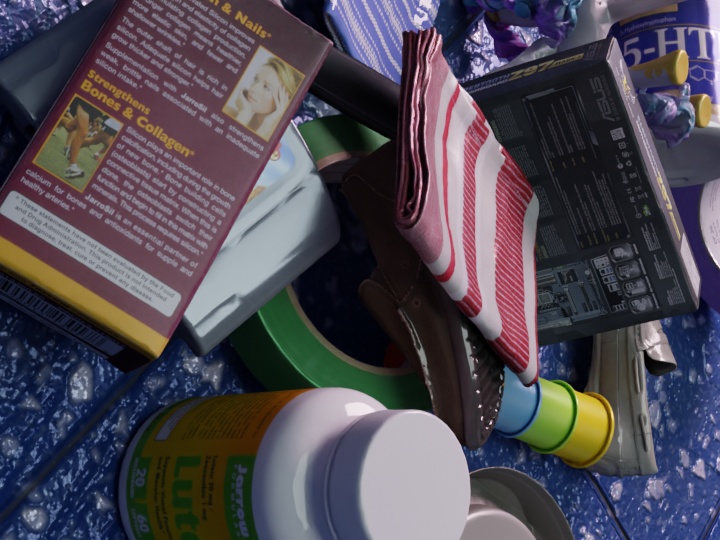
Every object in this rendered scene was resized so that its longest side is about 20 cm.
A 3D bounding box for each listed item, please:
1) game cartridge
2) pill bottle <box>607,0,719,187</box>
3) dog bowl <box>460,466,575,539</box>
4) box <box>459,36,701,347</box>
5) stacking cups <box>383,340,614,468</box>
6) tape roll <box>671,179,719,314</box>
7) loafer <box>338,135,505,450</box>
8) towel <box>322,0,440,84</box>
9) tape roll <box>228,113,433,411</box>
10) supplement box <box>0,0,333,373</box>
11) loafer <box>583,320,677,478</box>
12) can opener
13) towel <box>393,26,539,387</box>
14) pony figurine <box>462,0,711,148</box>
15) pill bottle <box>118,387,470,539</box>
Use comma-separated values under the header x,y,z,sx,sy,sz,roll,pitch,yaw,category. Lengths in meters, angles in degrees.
x,y,z,sx,sy,sz,roll,pitch,yaw,category
-0.105,-0.069,0.800,0.133,0.041,0.201,-40,97,-20,game cartridge
0.258,-0.182,1.144,0.119,0.119,0.202,18,63,-40,pill bottle
0.075,0.239,0.958,0.199,0.058,0.202,7,79,-43,dog bowl
0.138,-0.047,0.978,0.201,0.156,0.051,65,27,-20,box
0.101,0.096,1.004,0.199,0.060,0.061,21,70,-37,stacking cups
0.365,-0.048,1.176,0.065,0.199,0.202,-18,96,-42,tape roll
0.038,0.015,0.857,0.073,0.070,0.202,-17,93,-68,loafer
0.030,-0.217,0.967,0.145,0.024,0.202,56,46,-54,towel
0.000,0.000,0.897,0.199,0.048,0.203,12,67,-29,tape roll
-0.114,-0.062,0.729,0.110,0.086,0.201,32,71,-14,supplement box
0.220,0.066,1.102,0.070,0.069,0.202,44,53,-70,loafer
-0.028,-0.126,0.876,0.199,0.063,0.079,26,96,-11,can opener
0.072,-0.034,0.840,0.200,0.023,0.145,49,37,-49,towel
0.161,-0.152,1.030,0.166,0.199,0.195,-17,111,-50,pony figurine
-0.038,0.123,0.769,0.110,0.199,0.112,8,78,-42,pill bottle
